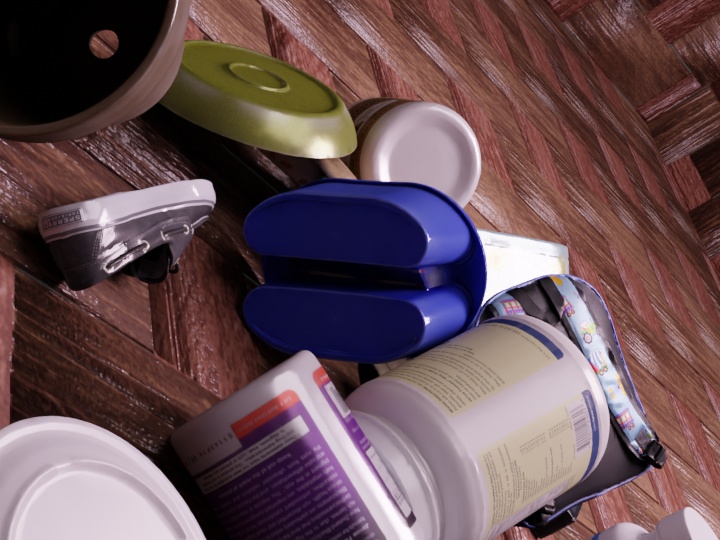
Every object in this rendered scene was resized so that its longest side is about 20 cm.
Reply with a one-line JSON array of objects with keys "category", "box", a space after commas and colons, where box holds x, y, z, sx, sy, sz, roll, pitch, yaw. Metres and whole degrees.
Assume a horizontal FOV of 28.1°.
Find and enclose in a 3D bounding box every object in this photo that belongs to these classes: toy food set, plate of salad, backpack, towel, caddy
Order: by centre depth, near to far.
[{"category": "plate of salad", "box": [-0.144, 0.173, 0.754, 0.200, 0.048, 0.200, 38, 37, -35]}, {"category": "caddy", "box": [0.000, 0.000, 1.145, 0.105, 0.200, 0.142, -17, 110, -63]}, {"category": "backpack", "box": [0.152, 0.110, 1.283, 0.182, 0.134, 0.200, -20, 93, -30]}, {"category": "toy food set", "box": [-0.020, -0.050, 1.287, 0.198, 0.049, 0.200, 49, -6, 20]}, {"category": "towel", "box": [0.121, 0.047, 1.382, 0.200, 0.048, 0.172, 9, 82, -35]}]

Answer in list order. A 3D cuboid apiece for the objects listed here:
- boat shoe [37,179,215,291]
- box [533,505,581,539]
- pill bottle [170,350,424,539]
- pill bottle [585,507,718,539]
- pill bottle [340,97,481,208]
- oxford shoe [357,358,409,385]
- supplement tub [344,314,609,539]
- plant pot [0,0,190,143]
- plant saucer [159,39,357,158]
[{"category": "boat shoe", "box": [-0.153, -0.022, 1.006, 0.200, 0.070, 0.066, -22, 98, -73]}, {"category": "box", "box": [0.162, 0.158, 1.487, 0.200, 0.046, 0.159, 56, 21, -1]}, {"category": "pill bottle", "box": [-0.028, 0.163, 0.942, 0.200, 0.111, 0.111, 58, 20, 2]}, {"category": "pill bottle", "box": [0.202, 0.276, 1.179, 0.112, 0.200, 0.112, 47, 23, -27]}, {"category": "pill bottle", "box": [0.027, -0.109, 1.383, 0.114, 0.114, 0.200, 50, -9, -19]}, {"category": "oxford shoe", "box": [0.025, 0.153, 1.182, 0.075, 0.070, 0.200, 16, 39, -16]}, {"category": "supplement tub", "box": [0.071, 0.130, 1.070, 0.200, 0.145, 0.145, -24, 80, -36]}, {"category": "plant pot", "box": [-0.199, -0.174, 0.980, 0.200, 0.200, 0.174, 60, 3, 8]}, {"category": "plant saucer", "box": [-0.092, -0.154, 1.235, 0.200, 0.031, 0.200, 19, 22, -8]}]
